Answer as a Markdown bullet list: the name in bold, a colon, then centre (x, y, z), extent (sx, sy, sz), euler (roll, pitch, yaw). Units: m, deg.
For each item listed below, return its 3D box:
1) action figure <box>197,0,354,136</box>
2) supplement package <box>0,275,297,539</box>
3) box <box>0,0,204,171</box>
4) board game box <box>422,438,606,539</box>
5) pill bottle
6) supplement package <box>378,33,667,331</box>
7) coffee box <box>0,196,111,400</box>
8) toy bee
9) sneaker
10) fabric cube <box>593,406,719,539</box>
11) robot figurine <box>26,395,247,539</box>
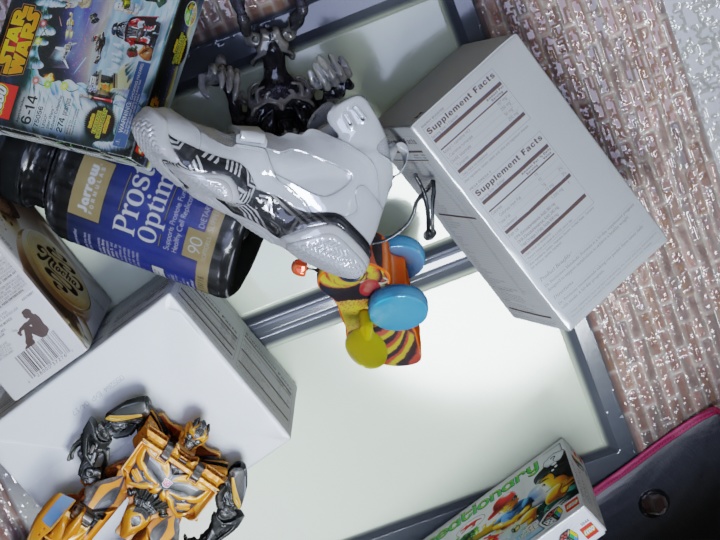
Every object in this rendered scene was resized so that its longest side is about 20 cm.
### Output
- **action figure**: centre (-0.067, -0.155, 1.127), extent (0.118, 0.102, 0.201), euler (-10, 104, 1)
- **supplement package**: centre (-0.176, 0.115, 1.208), extent (0.200, 0.111, 0.156), euler (-36, 105, 12)
- **box**: centre (-0.190, -0.185, 1.084), extent (0.136, 0.040, 0.201), euler (14, 83, 19)
- **board game box**: centre (0.109, 0.235, 1.240), extent (0.200, 0.126, 0.035), euler (-38, 105, 11)
- **pill bottle**: centre (-0.173, -0.062, 1.143), extent (0.199, 0.112, 0.112), euler (20, 107, 5)
- **supplement package**: centre (0.119, -0.068, 1.134), extent (0.109, 0.114, 0.200), euler (-42, 105, -10)
- **coffee box**: centre (-0.296, -0.012, 1.166), extent (0.080, 0.113, 0.200), euler (-35, 104, 11)
- **toy bee**: centre (0.000, 0.000, 1.162), extent (0.108, 0.131, 0.201), euler (0, 121, -1)
- **sneaker**: centre (-0.059, -0.087, 1.053), extent (0.200, 0.075, 0.115), euler (32, 80, -19)
- **fabric cube**: centre (0.294, 0.272, 1.216), extent (0.196, 0.200, 0.199), euler (-38, 106, 11)
- **robot figurine**: centre (-0.179, 0.196, 1.145), extent (0.145, 0.058, 0.200), euler (35, 106, -11)
